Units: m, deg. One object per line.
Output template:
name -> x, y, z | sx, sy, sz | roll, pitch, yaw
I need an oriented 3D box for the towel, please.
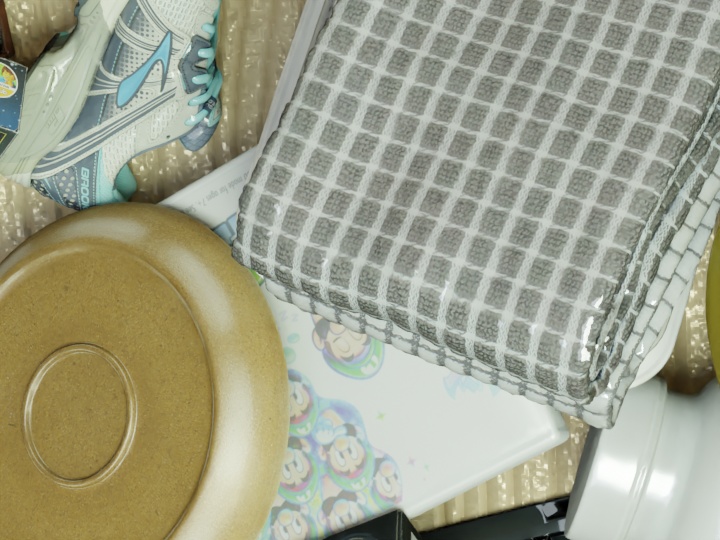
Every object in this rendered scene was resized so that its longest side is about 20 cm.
towel -> 0.060, -0.061, 0.827 | 0.165, 0.086, 0.201 | 20, 79, 27

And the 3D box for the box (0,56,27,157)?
box -> -0.253, -0.049, 0.980 | 0.136, 0.038, 0.200 | 18, 144, -24

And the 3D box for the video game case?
video game case -> -0.029, 0.036, 0.975 | 0.199, 0.024, 0.183 | -29, 78, 20

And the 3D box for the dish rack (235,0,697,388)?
dish rack -> 0.059, -0.054, 0.922 | 0.199, 0.044, 0.173 | 18, 76, 0

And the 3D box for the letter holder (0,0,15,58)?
letter holder -> -0.284, -0.122, 0.986 | 0.199, 0.142, 0.101 | -6, 105, 15

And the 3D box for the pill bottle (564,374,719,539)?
pill bottle -> 0.196, 0.108, 0.945 | 0.199, 0.112, 0.113 | 17, 110, 3

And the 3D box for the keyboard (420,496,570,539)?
keyboard -> 0.108, 0.163, 1.032 | 0.199, 0.040, 0.105 | -17, 101, 19

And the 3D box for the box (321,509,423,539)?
box -> -0.005, 0.217, 0.993 | 0.159, 0.044, 0.200 | -23, 121, 16

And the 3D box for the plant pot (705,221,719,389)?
plant pot -> 0.229, -0.006, 0.856 | 0.199, 0.189, 0.202 | 0, 113, -1

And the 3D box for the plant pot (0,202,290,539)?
plant pot -> -0.122, 0.067, 0.973 | 0.199, 0.027, 0.201 | -5, 80, 31

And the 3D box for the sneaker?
sneaker -> -0.091, -0.106, 0.990 | 0.086, 0.078, 0.200 | 35, 119, -11
